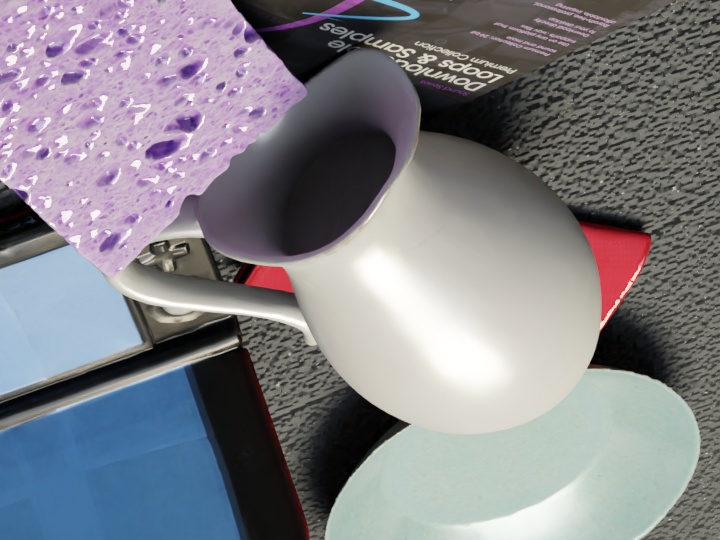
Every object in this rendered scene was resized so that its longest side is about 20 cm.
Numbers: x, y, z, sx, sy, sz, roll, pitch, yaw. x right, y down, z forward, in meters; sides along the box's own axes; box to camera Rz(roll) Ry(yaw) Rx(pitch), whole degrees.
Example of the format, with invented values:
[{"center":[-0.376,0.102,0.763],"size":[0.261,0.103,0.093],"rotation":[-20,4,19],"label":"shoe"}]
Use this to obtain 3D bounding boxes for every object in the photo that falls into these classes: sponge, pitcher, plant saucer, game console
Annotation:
[{"center":[-0.102,-0.079,1.114],"size":[0.111,0.030,0.200],"rotation":[-42,149,1],"label":"sponge"},{"center":[0.000,0.000,1.284],"size":[0.171,0.122,0.200],"rotation":[-17,149,26],"label":"pitcher"},{"center":[0.073,0.101,1.521],"size":[0.200,0.039,0.202],"rotation":[-12,142,-9],"label":"plant saucer"},{"center":[-0.142,0.073,1.324],"size":[0.199,0.119,0.173],"rotation":[-20,143,-1],"label":"game console"}]

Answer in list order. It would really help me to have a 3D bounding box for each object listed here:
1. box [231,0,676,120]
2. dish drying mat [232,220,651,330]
[{"center":[0.036,-0.118,1.176],"size":[0.142,0.036,0.200],"rotation":[14,157,-36],"label":"box"},{"center":[0.040,-0.004,1.395],"size":[0.199,0.018,0.077],"rotation":[10,130,-31],"label":"dish drying mat"}]
